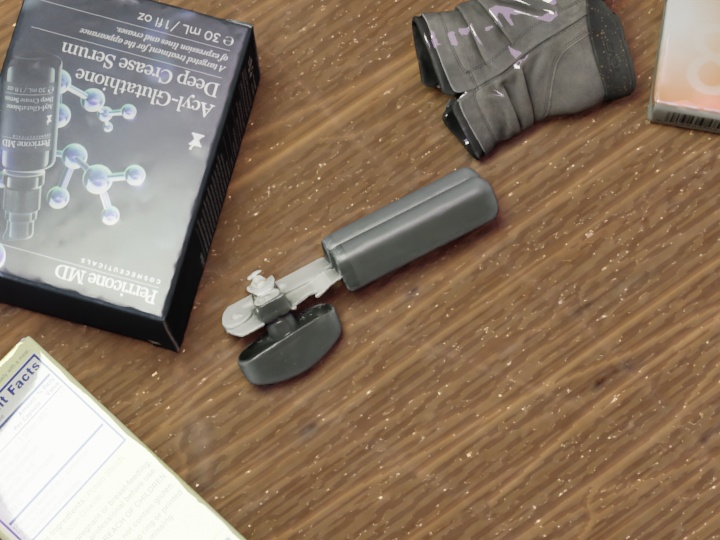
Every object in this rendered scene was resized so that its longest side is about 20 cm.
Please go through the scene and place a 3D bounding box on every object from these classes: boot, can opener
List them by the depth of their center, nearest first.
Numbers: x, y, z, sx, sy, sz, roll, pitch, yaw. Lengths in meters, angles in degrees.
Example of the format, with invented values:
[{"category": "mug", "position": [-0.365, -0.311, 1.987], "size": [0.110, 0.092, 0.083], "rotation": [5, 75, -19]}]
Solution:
[{"category": "boot", "position": [0.091, -0.181, 1.398], "size": [0.131, 0.070, 0.201], "rotation": [-20, 100, -5]}, {"category": "can opener", "position": [0.000, 0.000, 1.404], "size": [0.199, 0.053, 0.067], "rotation": [-31, 113, -4]}]

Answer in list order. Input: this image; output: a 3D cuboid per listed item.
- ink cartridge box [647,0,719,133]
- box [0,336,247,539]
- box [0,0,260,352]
[{"category": "ink cartridge box", "position": [0.285, -0.185, 1.435], "size": [0.161, 0.050, 0.202], "rotation": [9, 81, 3]}, {"category": "box", "position": [-0.150, 0.155, 1.299], "size": [0.200, 0.176, 0.097], "rotation": [42, 81, 9]}, {"category": "box", "position": [-0.162, -0.069, 1.387], "size": [0.147, 0.107, 0.201], "rotation": [15, 79, 4]}]
